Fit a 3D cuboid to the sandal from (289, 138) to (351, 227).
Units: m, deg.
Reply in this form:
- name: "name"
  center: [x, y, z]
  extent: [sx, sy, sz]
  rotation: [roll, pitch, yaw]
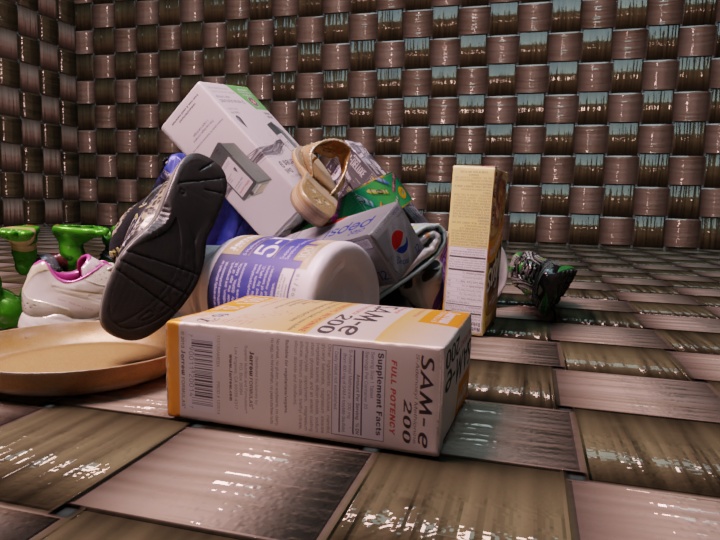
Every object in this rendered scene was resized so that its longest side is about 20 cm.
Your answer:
- name: "sandal"
  center: [-0.037, -0.125, 0.746]
  extent: [0.078, 0.070, 0.212]
  rotation: [40, 20, -20]

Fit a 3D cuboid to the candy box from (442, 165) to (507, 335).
- name: "candy box"
  center: [0.146, -0.028, 0.771]
  extent: [0.055, 0.201, 0.115]
  rotation: [5, 8, 20]

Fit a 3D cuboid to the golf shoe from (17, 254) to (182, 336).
- name: "golf shoe"
  center: [-0.273, 0.028, 0.690]
  extent: [0.199, 0.092, 0.075]
  rotation: [-2, 5, -39]

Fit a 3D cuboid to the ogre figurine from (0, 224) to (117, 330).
- name: "ogre figurine"
  center: [-0.368, 0.006, 0.727]
  extent: [0.098, 0.120, 0.200]
  rotation: [8, 10, 21]

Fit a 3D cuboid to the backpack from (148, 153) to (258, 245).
- name: "backpack"
  center: [-0.224, -0.041, 0.862]
  extent: [0.168, 0.200, 0.162]
  rotation: [39, 17, 19]

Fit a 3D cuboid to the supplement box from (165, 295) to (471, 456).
- name: "supplement box"
  center: [-0.025, 0.067, 0.456]
  extent: [0.199, 0.074, 0.126]
  rotation: [4, 7, 17]

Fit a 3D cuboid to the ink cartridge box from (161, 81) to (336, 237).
- name: "ink cartridge box"
  center: [-0.137, -0.144, 0.808]
  extent: [0.084, 0.200, 0.146]
  rotation: [-43, 1, 20]

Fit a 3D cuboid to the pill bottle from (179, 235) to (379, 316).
- name: "pill bottle"
  center: [-0.093, 0.024, 0.627]
  extent: [0.199, 0.120, 0.120]
  rotation: [5, 8, 33]

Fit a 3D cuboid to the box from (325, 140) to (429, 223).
- name: "box"
  center: [-0.001, -0.094, 1.031]
  extent: [0.200, 0.158, 0.050]
  rotation: [51, 29, 20]

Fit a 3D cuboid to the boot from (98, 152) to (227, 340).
- name: "boot"
  center: [-0.220, -0.013, 0.629]
  extent: [0.073, 0.204, 0.154]
  rotation: [34, -32, -28]

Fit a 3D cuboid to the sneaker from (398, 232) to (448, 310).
- name: "sneaker"
  center: [0.091, 0.010, 0.847]
  extent: [0.080, 0.084, 0.200]
  rotation: [-15, 23, 19]

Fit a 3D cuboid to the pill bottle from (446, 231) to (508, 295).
- name: "pill bottle"
  center: [0.140, -0.008, 1.002]
  extent: [0.112, 0.113, 0.200]
  rotation: [-2, 7, -24]

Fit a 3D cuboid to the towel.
- name: "towel"
  center: [0.000, 0.000, 0.786]
  extent: [0.200, 0.048, 0.171]
  rotation: [-34, 15, -10]

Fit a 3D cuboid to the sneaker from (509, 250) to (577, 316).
- name: "sneaker"
  center: [0.256, 0.013, 0.899]
  extent: [0.085, 0.078, 0.200]
  rotation: [32, 4, 6]

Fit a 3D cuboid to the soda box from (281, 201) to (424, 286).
- name: "soda box"
  center: [-0.031, -0.014, 0.690]
  extent: [0.200, 0.064, 0.068]
  rotation: [-12, 28, 43]

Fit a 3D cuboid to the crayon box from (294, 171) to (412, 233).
- name: "crayon box"
  center: [-0.008, -0.075, 0.881]
  extent: [0.119, 0.058, 0.200]
  rotation: [-34, 3, 24]

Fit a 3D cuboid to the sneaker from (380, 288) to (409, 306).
- name: "sneaker"
  center: [-0.015, 0.009, 0.951]
  extent: [0.199, 0.081, 0.115]
  rotation: [2, 7, 15]

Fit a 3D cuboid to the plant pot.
- name: "plant pot"
  center: [-0.249, 0.076, 0.546]
  extent: [0.199, 0.028, 0.200]
  rotation: [1, 6, 0]
